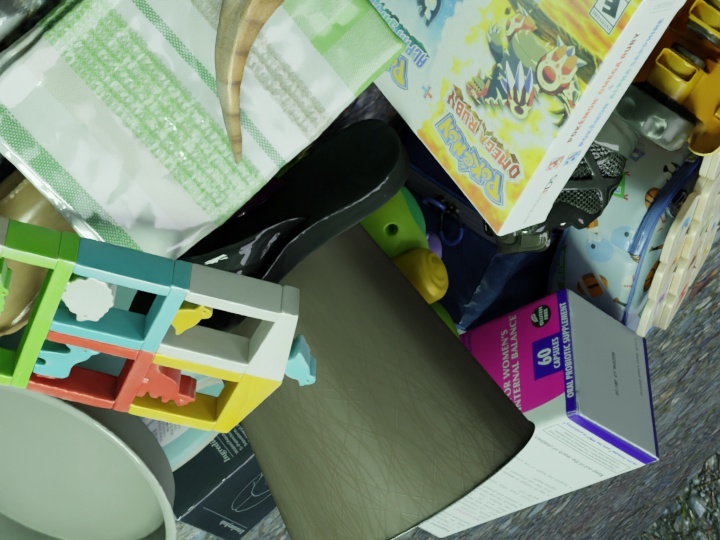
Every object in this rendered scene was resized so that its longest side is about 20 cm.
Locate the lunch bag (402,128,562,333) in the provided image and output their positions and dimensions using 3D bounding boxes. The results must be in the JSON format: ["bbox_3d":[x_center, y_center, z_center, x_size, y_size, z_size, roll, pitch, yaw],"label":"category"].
[{"bbox_3d":[0.091,-0.045,1.290,0.133,0.135,0.200,-62,160,16],"label":"lunch bag"}]

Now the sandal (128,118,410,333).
[{"bbox_3d":[-0.064,-0.026,0.985,0.200,0.075,0.048,-39,136,0],"label":"sandal"}]

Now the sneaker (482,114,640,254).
[{"bbox_3d":[0.086,-0.081,1.141,0.076,0.198,0.115,5,-108,68],"label":"sneaker"}]

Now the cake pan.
[{"bbox_3d":[-0.204,0.128,1.079,0.201,0.199,0.037,-62,-177,45],"label":"cake pan"}]

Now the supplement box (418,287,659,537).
[{"bbox_3d":[0.102,0.107,1.234,0.199,0.102,0.103,-27,139,34],"label":"supplement box"}]

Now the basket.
[{"bbox_3d":[-0.017,0.061,1.081,0.180,0.201,0.136,-31,-173,18],"label":"basket"}]

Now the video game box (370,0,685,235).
[{"bbox_3d":[0.067,-0.153,0.943,0.047,0.200,0.183,-20,151,-36],"label":"video game box"}]

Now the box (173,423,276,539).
[{"bbox_3d":[-0.078,0.105,1.346,0.200,0.107,0.148,-41,160,-2],"label":"box"}]

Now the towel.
[{"bbox_3d":[-0.091,-0.104,0.896,0.200,0.031,0.149,-41,120,-1],"label":"towel"}]

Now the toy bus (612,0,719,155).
[{"bbox_3d":[0.199,-0.167,1.158,0.136,0.200,0.192,-55,163,8],"label":"toy bus"}]

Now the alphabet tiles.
[{"bbox_3d":[0.252,-0.049,1.230,0.196,0.015,0.201,-53,160,-37],"label":"alphabet tiles"}]

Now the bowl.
[{"bbox_3d":[-0.154,0.074,1.149,0.200,0.105,0.201,-35,160,-15],"label":"bowl"}]

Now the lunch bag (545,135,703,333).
[{"bbox_3d":[0.207,-0.020,1.292,0.160,0.075,0.201,-40,153,-45],"label":"lunch bag"}]

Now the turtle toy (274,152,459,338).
[{"bbox_3d":[0.000,0.000,1.180,0.145,0.201,0.101,-23,-169,28],"label":"turtle toy"}]

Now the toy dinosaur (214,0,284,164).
[{"bbox_3d":[-0.049,-0.152,0.841,0.106,0.060,0.201,24,101,-29],"label":"toy dinosaur"}]

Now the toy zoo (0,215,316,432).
[{"bbox_3d":[-0.118,0.037,0.936,0.198,0.021,0.131,14,141,-16],"label":"toy zoo"}]

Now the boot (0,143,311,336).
[{"bbox_3d":[-0.143,-0.044,0.993,0.200,0.066,0.175,-46,147,11],"label":"boot"}]
